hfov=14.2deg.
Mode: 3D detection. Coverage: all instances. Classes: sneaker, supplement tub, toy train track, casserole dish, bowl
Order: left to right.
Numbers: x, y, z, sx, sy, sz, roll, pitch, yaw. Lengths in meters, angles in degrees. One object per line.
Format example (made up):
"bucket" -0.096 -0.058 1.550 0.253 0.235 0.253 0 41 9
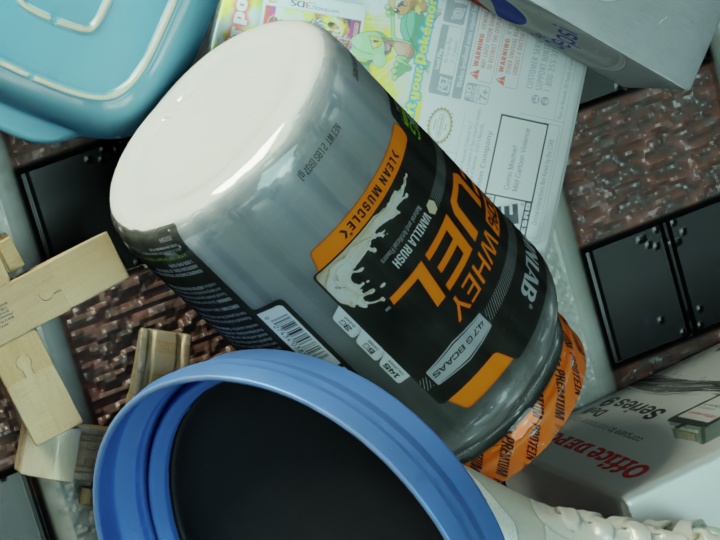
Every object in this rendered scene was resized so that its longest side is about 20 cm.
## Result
"toy train track" -0.175 -0.020 1.239 0.115 0.033 0.200 -27 100 -8
"casserole dish" -0.111 -0.150 1.221 0.121 0.039 0.200 22 91 -4
"toy train track" -0.053 0.091 1.290 0.200 0.033 0.115 8 94 -24
"bowl" -0.021 0.123 1.193 0.039 0.200 0.201 -38 111 -44
"supplement tub" 0.000 0.000 1.218 0.200 0.123 0.123 44 80 -29
"sneaker" 0.114 0.133 1.207 0.200 0.077 0.081 34 95 -6

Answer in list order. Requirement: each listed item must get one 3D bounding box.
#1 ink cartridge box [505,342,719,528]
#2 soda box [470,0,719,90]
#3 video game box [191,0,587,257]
"ink cartridge box" 0.184 0.090 1.332 0.200 0.146 0.084 -24 103 -18
"soda box" 0.065 -0.150 1.251 0.200 0.063 0.068 26 84 -23
"video game box" 0.016 -0.119 1.294 0.182 0.047 0.200 11 92 -25
